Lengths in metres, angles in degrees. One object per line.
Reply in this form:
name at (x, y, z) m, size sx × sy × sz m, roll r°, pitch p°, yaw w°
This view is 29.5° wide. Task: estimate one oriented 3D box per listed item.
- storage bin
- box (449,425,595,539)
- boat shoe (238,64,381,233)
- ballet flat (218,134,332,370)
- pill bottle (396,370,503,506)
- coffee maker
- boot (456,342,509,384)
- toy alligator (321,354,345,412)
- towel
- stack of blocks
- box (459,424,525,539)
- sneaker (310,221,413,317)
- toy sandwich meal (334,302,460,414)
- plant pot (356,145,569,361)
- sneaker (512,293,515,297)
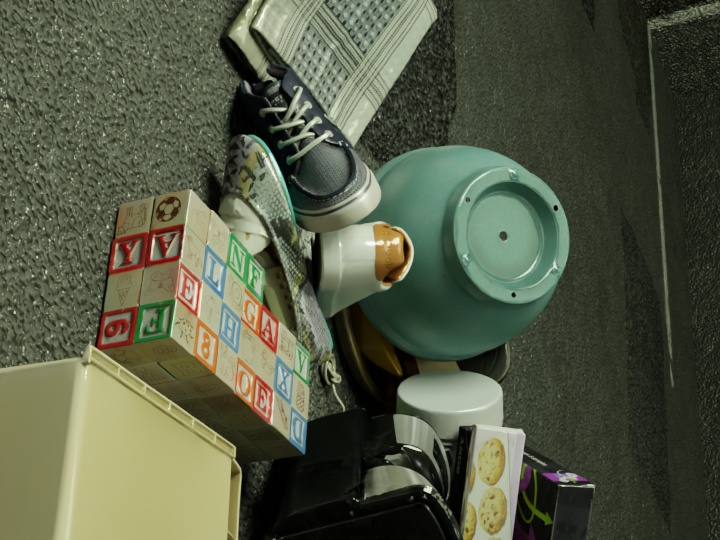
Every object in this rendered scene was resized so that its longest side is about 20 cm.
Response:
storage bin at (-0.149, 0.173, 0.768) m, size 0.199 × 0.093 × 0.201 m, roll 48°, pitch 37°, yaw -55°
box at (0.120, 0.214, 1.090) m, size 0.200 × 0.036 × 0.144 m, roll -159°, pitch -105°, yaw -73°
boat shoe at (-0.050, -0.102, 1.101) m, size 0.093 × 0.074 × 0.200 m, roll 62°, pitch -9°, yaw -27°
ballet flat at (-0.077, -0.004, 1.074) m, size 0.072 × 0.071 × 0.202 m, roll -55°, pitch 131°, yaw -61°
pill bottle at (0.081, 0.201, 1.249) m, size 0.114 × 0.113 × 0.202 m, roll -46°, pitch 138°, yaw -64°
coffee maker at (-0.020, 0.185, 1.022) m, size 0.200 × 0.190 × 0.136 m, roll -98°, pitch -163°, yaw -79°
boot at (0.122, 0.061, 1.472) m, size 0.204 × 0.073 × 0.154 m, roll 64°, pitch 7°, yaw 35°
toy alligator at (0.005, 0.168, 1.209) m, size 0.059 × 0.054 × 0.202 m, roll 3°, pitch 77°, yaw -68°
towel at (-0.017, -0.218, 1.223) m, size 0.201 × 0.034 × 0.193 m, roll -54°, pitch 142°, yaw -13°
stack of blocks at (-0.104, 0.046, 0.984) m, size 0.200 × 0.058 × 0.116 m, roll 51°, pitch 35°, yaw -51°
box at (0.092, 0.218, 1.033) m, size 0.039 × 0.041 × 0.202 m, roll 84°, pitch 14°, yaw -86°
sneaker at (0.000, 0.000, 1.156) m, size 0.200 × 0.084 × 0.073 m, roll 144°, pitch -58°, yaw -83°
toy sandwich meal at (0.037, 0.044, 1.326) m, size 0.205 × 0.070 × 0.207 m, roll -10°, pitch 90°, yaw -69°
plant pot at (0.103, -0.023, 1.223) m, size 0.199 × 0.134 × 0.202 m, roll 3°, pitch 82°, yaw -24°
sneaker at (0.095, -0.005, 1.379) m, size 0.081 × 0.200 × 0.075 m, roll -43°, pitch 147°, yaw -12°
